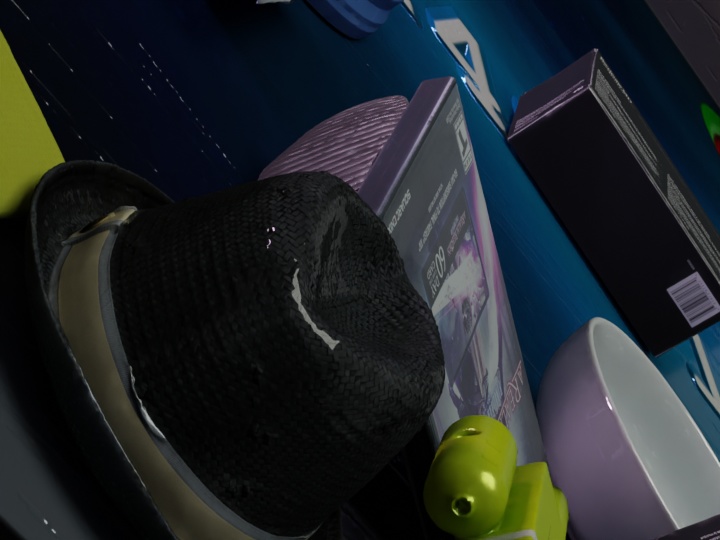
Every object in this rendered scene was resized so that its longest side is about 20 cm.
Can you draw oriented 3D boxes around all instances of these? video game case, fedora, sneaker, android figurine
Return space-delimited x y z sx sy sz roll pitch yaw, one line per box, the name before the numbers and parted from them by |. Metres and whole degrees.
video game case | 0.039 0.039 0.908 0.143 0.019 0.200 -62 140 -59
fedora | -0.027 0.025 0.746 0.201 0.092 0.201 54 17 -25
sneaker | 0.000 0.000 0.953 0.089 0.074 0.200 59 23 -28
android figurine | 0.062 0.148 0.813 0.200 0.041 0.182 -57 134 -74

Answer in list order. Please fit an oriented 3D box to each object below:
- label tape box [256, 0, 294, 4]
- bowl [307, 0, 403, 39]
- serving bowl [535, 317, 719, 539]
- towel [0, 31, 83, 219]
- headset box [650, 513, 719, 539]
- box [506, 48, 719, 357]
label tape box | -0.036 -0.214 1.106 0.066 0.143 0.200 14 13 10
bowl | -0.037 -0.235 1.337 0.201 0.039 0.201 51 17 -22
serving bowl | 0.150 0.126 1.174 0.200 0.066 0.200 52 17 -23
towel | -0.147 -0.051 0.689 0.086 0.018 0.200 65 15 3
headset box | 0.176 0.226 0.915 0.174 0.093 0.200 74 -5 -57
box | 0.199 -0.053 1.647 0.200 0.079 0.141 55 19 -9
